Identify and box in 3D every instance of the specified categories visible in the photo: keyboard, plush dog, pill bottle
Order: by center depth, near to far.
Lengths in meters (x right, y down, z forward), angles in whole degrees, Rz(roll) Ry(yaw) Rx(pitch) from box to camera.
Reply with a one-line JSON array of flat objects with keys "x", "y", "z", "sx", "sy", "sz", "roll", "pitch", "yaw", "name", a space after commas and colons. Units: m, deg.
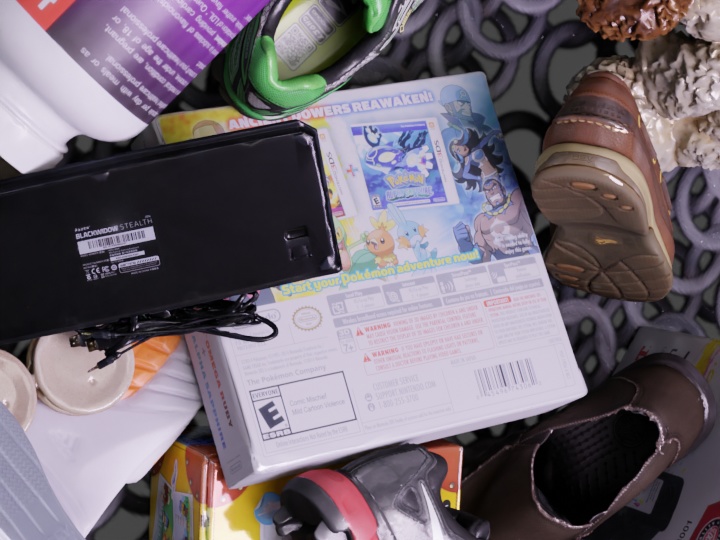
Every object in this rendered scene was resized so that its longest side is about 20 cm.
[{"x": -0.103, "y": -0.138, "z": 0.920, "sx": 0.200, "sy": 0.112, "sz": 0.112, "roll": -45, "pitch": 115, "yaw": 2, "name": "pill bottle"}, {"x": -0.110, "y": -0.008, "z": 0.941, "sx": 0.198, "sy": 0.040, "sz": 0.105, "roll": -11, "pitch": 114, "yaw": -2, "name": "keyboard"}, {"x": 0.206, "y": -0.142, "z": 1.081, "sx": 0.200, "sy": 0.160, "sz": 0.172, "roll": -44, "pitch": 138, "yaw": -15, "name": "plush dog"}]

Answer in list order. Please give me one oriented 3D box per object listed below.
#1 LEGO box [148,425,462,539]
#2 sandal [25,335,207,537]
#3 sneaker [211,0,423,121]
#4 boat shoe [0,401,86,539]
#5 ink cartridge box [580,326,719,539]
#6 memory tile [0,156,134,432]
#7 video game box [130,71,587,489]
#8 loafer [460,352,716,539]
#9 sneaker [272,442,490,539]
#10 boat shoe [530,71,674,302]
[{"x": -0.032, "y": 0.185, "z": 1.061, "sx": 0.148, "sy": 0.077, "sz": 0.202, "roll": 0, "pitch": 96, "yaw": -27, "name": "LEGO box"}, {"x": -0.140, "y": 0.081, "z": 1.002, "sx": 0.079, "sy": 0.059, "sz": 0.207, "roll": 39, "pitch": 65, "yaw": -1, "name": "sandal"}, {"x": 0.014, "y": -0.149, "z": 0.976, "sx": 0.078, "sy": 0.085, "sz": 0.201, "roll": 39, "pitch": 87, "yaw": -18, "name": "sneaker"}, {"x": -0.167, "y": 0.122, "z": 0.905, "sx": 0.062, "sy": 0.072, "sz": 0.201, "roll": -39, "pitch": 84, "yaw": 24, "name": "boat shoe"}, {"x": 0.195, "y": 0.120, "z": 1.105, "sx": 0.083, "sy": 0.200, "sz": 0.146, "roll": 36, "pitch": 79, "yaw": -23, "name": "ink cartridge box"}, {"x": -0.204, "y": -0.009, "z": 0.952, "sx": 0.152, "sy": 0.017, "sz": 0.202, "roll": -21, "pitch": 91, "yaw": -22, "name": "memory tile"}, {"x": 0.000, "y": 0.000, "z": 1.033, "sx": 0.198, "sy": 0.047, "sz": 0.184, "roll": -10, "pitch": 79, "yaw": -30, "name": "video game box"}, {"x": 0.095, "y": 0.114, "z": 1.077, "sx": 0.200, "sy": 0.071, "sz": 0.073, "roll": -44, "pitch": 79, "yaw": 23, "name": "loafer"}, {"x": 0.033, "y": 0.173, "z": 1.008, "sx": 0.097, "sy": 0.071, "sz": 0.202, "roll": -30, "pitch": 112, "yaw": -25, "name": "sneaker"}, {"x": 0.134, "y": -0.038, "z": 1.080, "sx": 0.071, "sy": 0.200, "sz": 0.068, "roll": 9, "pitch": 71, "yaw": 15, "name": "boat shoe"}]
